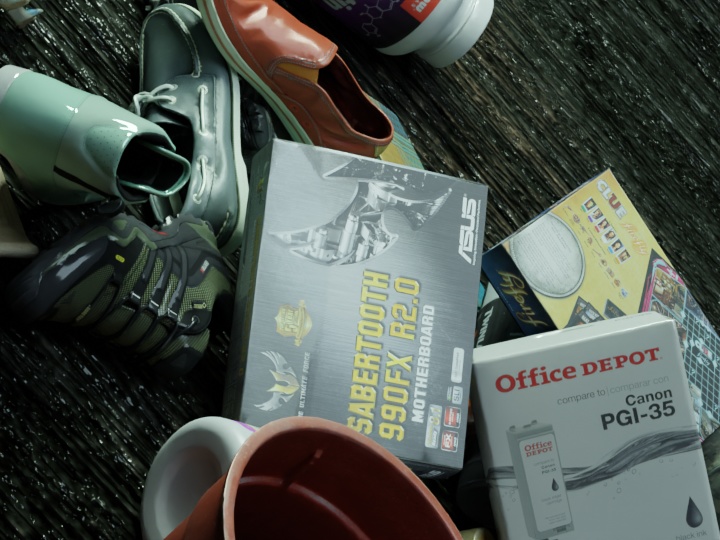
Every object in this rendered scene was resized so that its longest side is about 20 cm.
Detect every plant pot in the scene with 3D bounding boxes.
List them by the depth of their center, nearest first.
[{"bbox_3d":[-0.062,0.216,1.342,0.201,0.195,0.201,32,38,-30],"label":"plant pot"}]

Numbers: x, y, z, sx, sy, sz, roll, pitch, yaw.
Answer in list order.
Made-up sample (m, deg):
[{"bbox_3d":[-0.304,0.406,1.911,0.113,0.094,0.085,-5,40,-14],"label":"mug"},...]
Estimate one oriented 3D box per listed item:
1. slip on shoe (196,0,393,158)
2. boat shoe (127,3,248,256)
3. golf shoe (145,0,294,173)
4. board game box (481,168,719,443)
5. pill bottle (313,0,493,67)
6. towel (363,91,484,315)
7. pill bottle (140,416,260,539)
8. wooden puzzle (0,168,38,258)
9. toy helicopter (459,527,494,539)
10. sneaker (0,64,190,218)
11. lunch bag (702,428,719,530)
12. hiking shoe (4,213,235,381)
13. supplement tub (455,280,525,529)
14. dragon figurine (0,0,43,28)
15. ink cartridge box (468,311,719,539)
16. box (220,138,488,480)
[{"bbox_3d":[-0.047,-0.151,1.698,0.200,0.061,0.074,52,32,-19],"label":"slip on shoe"},{"bbox_3d":[-0.126,-0.106,1.672,0.062,0.073,0.200,17,53,-48],"label":"boat shoe"},{"bbox_3d":[-0.097,-0.156,1.765,0.094,0.078,0.200,19,52,-56],"label":"golf shoe"},{"bbox_3d":[0.186,0.042,1.725,0.135,0.035,0.200,-33,90,-40],"label":"board game box"},{"bbox_3d":[0.011,-0.251,1.936,0.200,0.112,0.113,35,37,-25],"label":"pill bottle"},{"bbox_3d":[0.040,-0.049,1.833,0.200,0.022,0.147,64,12,19],"label":"towel"},{"bbox_3d":[-0.033,0.162,1.510,0.200,0.104,0.104,20,46,-40],"label":"pill bottle"},{"bbox_3d":[-0.304,-0.086,1.472,0.185,0.037,0.200,2,54,-50],"label":"wooden puzzle"},{"bbox_3d":[0.075,0.264,1.571,0.132,0.079,0.200,50,37,-44],"label":"toy helicopter"},{"bbox_3d":[-0.156,-0.063,1.518,0.118,0.074,0.200,25,-2,16],"label":"sneaker"},{"bbox_3d":[0.281,0.192,1.842,0.200,0.139,0.168,40,18,-23],"label":"lunch bag"},{"bbox_3d":[-0.140,0.020,1.534,0.200,0.076,0.101,-11,65,-55],"label":"hiking shoe"},{"bbox_3d":[0.125,0.088,1.751,0.107,0.107,0.200,35,52,-25],"label":"supplement tub"},{"bbox_3d":[-0.260,-0.209,1.611,0.100,0.059,0.200,52,30,1],"label":"dragon figurine"},{"bbox_3d":[0.158,0.140,1.629,0.083,0.146,0.201,-102,179,-89],"label":"ink cartridge box"},{"bbox_3d":[-0.003,0.026,1.586,0.158,0.048,0.201,13,72,-19],"label":"box"}]
